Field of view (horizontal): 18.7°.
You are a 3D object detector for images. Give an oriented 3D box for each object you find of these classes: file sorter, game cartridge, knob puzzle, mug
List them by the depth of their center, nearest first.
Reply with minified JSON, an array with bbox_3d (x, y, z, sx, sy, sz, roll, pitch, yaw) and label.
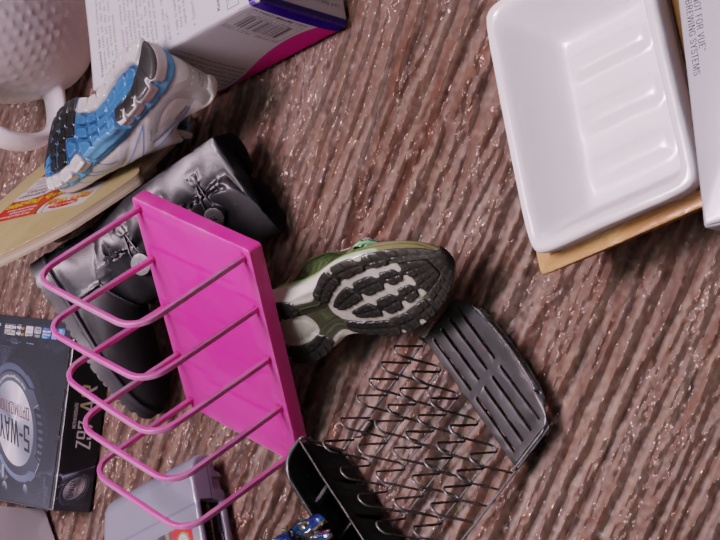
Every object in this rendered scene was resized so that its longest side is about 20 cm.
[{"bbox_3d":[-0.144,0.071,1.640,0.138,0.125,0.201,24,137,42],"label":"file sorter"},{"bbox_3d":[-0.149,0.263,1.741,0.133,0.041,0.202,-33,61,43],"label":"game cartridge"},{"bbox_3d":[-0.245,-0.051,1.811,0.219,0.220,0.031,-9,118,43],"label":"knob puzzle"},{"bbox_3d":[-0.315,-0.193,1.880,0.147,0.175,0.201,-34,62,35],"label":"mug"}]

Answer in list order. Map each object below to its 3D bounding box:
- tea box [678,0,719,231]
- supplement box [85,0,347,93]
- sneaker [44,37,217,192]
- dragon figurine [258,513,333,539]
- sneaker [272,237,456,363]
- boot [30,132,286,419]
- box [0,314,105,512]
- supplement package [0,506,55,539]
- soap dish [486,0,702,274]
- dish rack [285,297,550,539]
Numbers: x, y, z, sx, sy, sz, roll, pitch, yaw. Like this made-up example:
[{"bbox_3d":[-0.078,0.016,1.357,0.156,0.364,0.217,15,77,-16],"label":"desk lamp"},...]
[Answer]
[{"bbox_3d":[0.307,-0.135,1.301,0.196,0.133,0.202,-16,73,42],"label":"tea box"},{"bbox_3d":[-0.120,-0.212,1.747,0.199,0.101,0.104,-24,67,39],"label":"supplement box"},{"bbox_3d":[-0.183,-0.111,1.748,0.200,0.086,0.076,-31,55,48],"label":"sneaker"},{"bbox_3d":[-0.048,0.251,1.611,0.100,0.058,0.200,63,156,21],"label":"dragon figurine"},{"bbox_3d":[0.000,0.000,1.610,0.199,0.077,0.089,-18,33,46],"label":"sneaker"},{"bbox_3d":[-0.141,0.006,1.753,0.199,0.066,0.165,-33,104,13],"label":"boot"},{"bbox_3d":[-0.304,0.120,1.910,0.199,0.043,0.162,5,86,44],"label":"box"},{"bbox_3d":[-0.349,0.329,1.847,0.200,0.146,0.192,-43,56,31],"label":"supplement package"},{"bbox_3d":[0.173,-0.114,1.463,0.157,0.081,0.202,-25,66,38],"label":"soap dish"},{"bbox_3d":[0.044,0.125,1.567,0.201,0.054,0.154,-54,52,23],"label":"dish rack"}]
